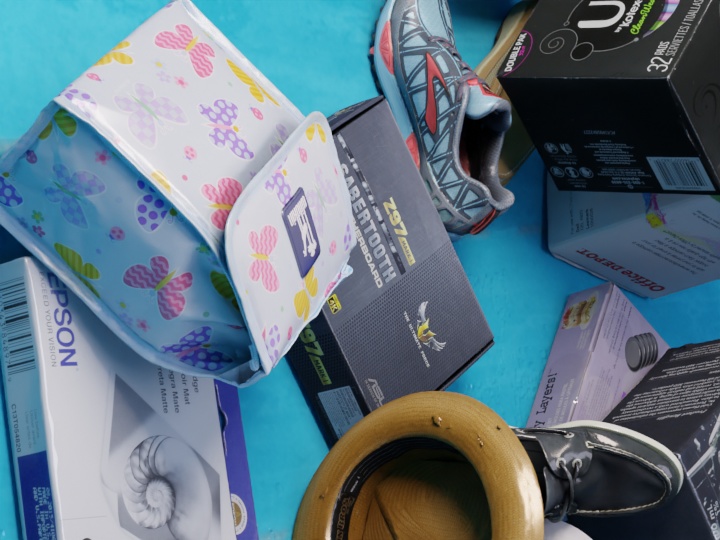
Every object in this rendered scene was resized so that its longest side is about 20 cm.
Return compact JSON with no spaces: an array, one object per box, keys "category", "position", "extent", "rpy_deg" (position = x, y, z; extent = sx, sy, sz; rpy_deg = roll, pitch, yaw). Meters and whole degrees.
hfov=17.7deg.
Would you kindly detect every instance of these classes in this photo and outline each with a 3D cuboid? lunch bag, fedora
[{"category":"lunch bag","position":[-0.096,-0.043,1.387],"extent":[0.200,0.127,0.170],"rpy_deg":[46,36,-4]},{"category":"fedora","position":[0.049,0.180,1.489],"extent":[0.082,0.200,0.201],"rpy_deg":[33,54,-49]}]

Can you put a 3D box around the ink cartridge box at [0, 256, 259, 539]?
[{"category":"ink cartridge box","position":[-0.129,0.091,1.418],"extent":[0.200,0.041,0.200],"rpy_deg":[1,77,-49]}]

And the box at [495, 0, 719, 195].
[{"category":"box","position":[0.220,-0.168,1.683],"extent":[0.200,0.148,0.124],"rpy_deg":[-60,136,-30]}]

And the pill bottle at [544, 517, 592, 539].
[{"category":"pill bottle","position":[0.095,0.263,1.560],"extent":[0.120,0.119,0.200],"rpy_deg":[56,43,-21]}]

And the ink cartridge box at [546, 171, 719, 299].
[{"category":"ink cartridge box","position":[0.263,-0.057,1.795],"extent":[0.145,0.200,0.084],"rpy_deg":[23,58,-43]}]

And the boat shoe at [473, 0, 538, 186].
[{"category":"boat shoe","position":[0.130,-0.144,1.764],"extent":[0.072,0.076,0.200],"rpy_deg":[45,48,-30]}]

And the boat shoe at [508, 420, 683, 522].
[{"category":"boat shoe","position":[0.119,0.140,1.576],"extent":[0.066,0.199,0.075],"rpy_deg":[-69,172,-63]}]

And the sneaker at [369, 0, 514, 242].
[{"category":"sneaker","position":[0.072,-0.121,1.674],"extent":[0.079,0.095,0.200],"rpy_deg":[1,78,-49]}]

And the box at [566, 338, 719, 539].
[{"category":"box","position":[0.266,0.179,1.710],"extent":[0.197,0.124,0.200],"rpy_deg":[-39,108,-45]}]

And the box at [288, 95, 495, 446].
[{"category":"box","position":[0.000,0.000,1.588],"extent":[0.158,0.051,0.200],"rpy_deg":[-37,107,-49]}]

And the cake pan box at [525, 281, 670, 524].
[{"category":"cake pan box","position":[0.204,0.142,1.779],"extent":[0.184,0.052,0.200],"rpy_deg":[43,49,-29]}]
